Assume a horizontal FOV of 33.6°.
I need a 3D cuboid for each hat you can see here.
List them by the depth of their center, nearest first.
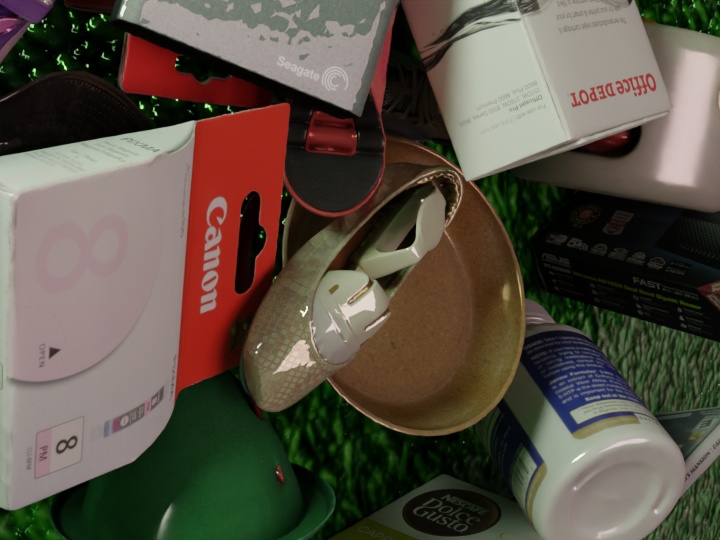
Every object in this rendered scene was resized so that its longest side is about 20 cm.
[{"bbox_3d":[-0.163,0.002,0.616,0.200,0.081,0.201,-34,145,-28],"label":"hat"},{"bbox_3d":[-0.101,0.053,0.696,0.165,0.200,0.177,-4,101,-21],"label":"hat"}]

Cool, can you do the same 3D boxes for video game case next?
[{"bbox_3d":[0.207,0.178,1.028,0.182,0.200,0.023,-35,100,-35],"label":"video game case"}]

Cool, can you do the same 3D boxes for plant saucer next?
[{"bbox_3d":[0.024,0.012,0.783,0.200,0.035,0.201,13,67,-34],"label":"plant saucer"}]

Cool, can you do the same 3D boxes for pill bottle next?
[{"bbox_3d":[0.150,0.112,0.923,0.119,0.200,0.120,-10,125,-15],"label":"pill bottle"}]

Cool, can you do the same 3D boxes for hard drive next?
[{"bbox_3d":[-0.035,-0.197,0.628,0.139,0.033,0.201,19,86,-24],"label":"hard drive"}]

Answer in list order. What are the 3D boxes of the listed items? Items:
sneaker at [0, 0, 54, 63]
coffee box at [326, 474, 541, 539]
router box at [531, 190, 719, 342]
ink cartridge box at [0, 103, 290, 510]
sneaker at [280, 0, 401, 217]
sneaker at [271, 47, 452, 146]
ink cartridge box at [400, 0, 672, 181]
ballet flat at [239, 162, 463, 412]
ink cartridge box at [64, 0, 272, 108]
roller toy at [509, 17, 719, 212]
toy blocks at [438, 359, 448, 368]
[{"bbox_3d":[-0.189,-0.133,0.580,0.080,0.088,0.201,35,79,-49],"label":"sneaker"},{"bbox_3d":[0.079,0.306,0.922,0.197,0.199,0.201,-19,115,-42],"label":"coffee box"},{"bbox_3d":[0.270,-0.029,1.017,0.150,0.200,0.062,-47,133,-26],"label":"router box"},{"bbox_3d":[-0.100,0.010,0.593,0.200,0.057,0.163,-16,124,-41],"label":"ink cartridge box"},{"bbox_3d":[-0.018,-0.130,0.707,0.073,0.087,0.201,8,88,-7],"label":"sneaker"},{"bbox_3d":[0.023,-0.126,0.787,0.200,0.115,0.075,10,95,-48],"label":"sneaker"},{"bbox_3d":[0.100,-0.170,0.746,0.144,0.084,0.201,-20,90,-48],"label":"ink cartridge box"},{"bbox_3d":[0.000,0.000,0.699,0.068,0.062,0.200,57,49,-30],"label":"ballet flat"},{"bbox_3d":[-0.096,-0.198,0.673,0.116,0.067,0.201,0,102,-46],"label":"ink cartridge box"},{"bbox_3d":[0.212,-0.128,0.936,0.182,0.200,0.140,9,96,-15],"label":"roller toy"},{"bbox_3d":[0.037,0.005,0.872,0.200,0.100,0.137,31,68,-40],"label":"toy blocks"}]
